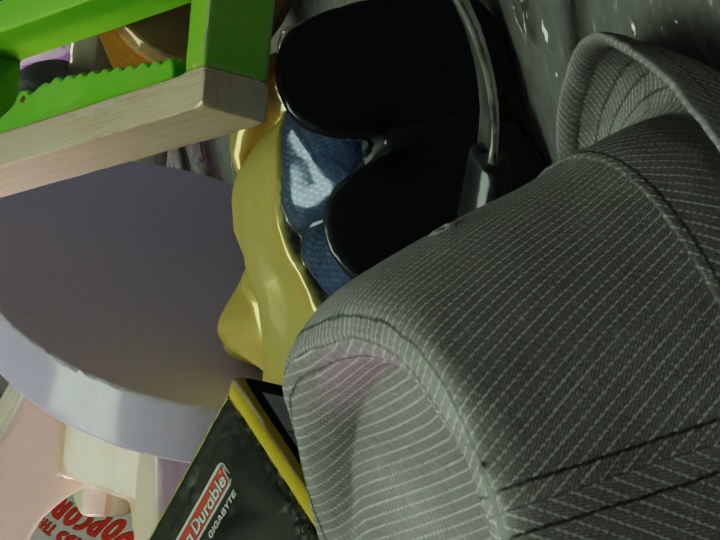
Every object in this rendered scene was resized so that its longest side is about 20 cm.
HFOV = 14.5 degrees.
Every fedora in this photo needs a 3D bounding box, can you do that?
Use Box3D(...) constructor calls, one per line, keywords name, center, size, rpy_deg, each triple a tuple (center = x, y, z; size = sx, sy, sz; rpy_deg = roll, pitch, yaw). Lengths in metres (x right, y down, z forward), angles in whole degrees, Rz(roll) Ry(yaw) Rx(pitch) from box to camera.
Box3D(name="fedora", center=(0.039, 0.047, 0.554), size=(0.200, 0.090, 0.178), rpy_deg=(160, 94, -79))

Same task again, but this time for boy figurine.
Box3D(name="boy figurine", center=(0.000, 0.000, 0.756), size=(0.200, 0.064, 0.125), rpy_deg=(109, 144, -72))

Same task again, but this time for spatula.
Box3D(name="spatula", center=(0.023, -0.039, 0.620), size=(0.057, 0.020, 0.201), rpy_deg=(-113, 19, -62))

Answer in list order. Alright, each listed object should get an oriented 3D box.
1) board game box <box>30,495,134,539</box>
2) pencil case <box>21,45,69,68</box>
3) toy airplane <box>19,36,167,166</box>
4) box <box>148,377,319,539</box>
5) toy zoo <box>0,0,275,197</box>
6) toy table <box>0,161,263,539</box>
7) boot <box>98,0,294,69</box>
Box3D(name="board game box", center=(-0.072, 0.160, 1.084), size=(0.151, 0.046, 0.201), rpy_deg=(21, 147, 40))
Box3D(name="pencil case", center=(-0.180, -0.085, 1.467), size=(0.084, 0.085, 0.201), rpy_deg=(-124, 22, -61))
Box3D(name="toy airplane", center=(-0.124, 0.010, 1.162), size=(0.199, 0.140, 0.201), rpy_deg=(116, 152, -61))
Box3D(name="box", center=(-0.026, 0.155, 0.678), size=(0.201, 0.049, 0.160), rpy_deg=(-60, 42, 22))
Box3D(name="toy zoo", center=(-0.061, -0.126, 0.730), size=(0.131, 0.020, 0.201), rpy_deg=(-10, 71, 52))
Box3D(name="toy table", center=(-0.070, 0.052, 0.925), size=(0.200, 0.182, 0.118), rpy_deg=(-101, 17, -66))
Box3D(name="boot", center=(-0.054, -0.093, 0.847), size=(0.144, 0.070, 0.202), rpy_deg=(100, 167, -49))
